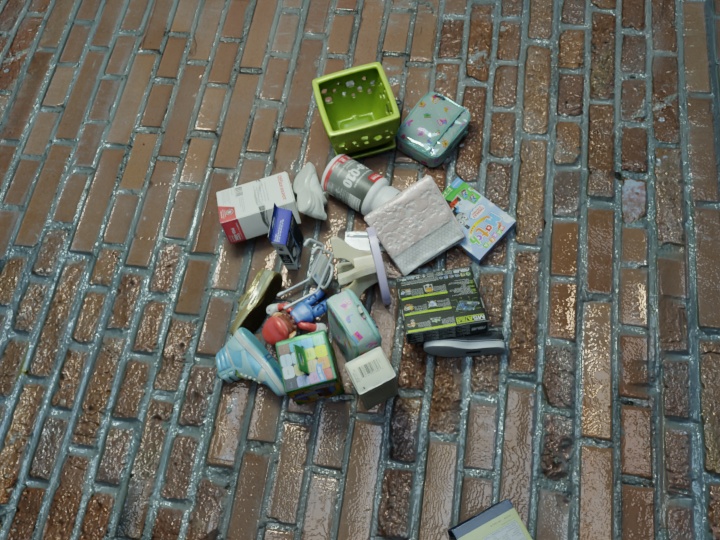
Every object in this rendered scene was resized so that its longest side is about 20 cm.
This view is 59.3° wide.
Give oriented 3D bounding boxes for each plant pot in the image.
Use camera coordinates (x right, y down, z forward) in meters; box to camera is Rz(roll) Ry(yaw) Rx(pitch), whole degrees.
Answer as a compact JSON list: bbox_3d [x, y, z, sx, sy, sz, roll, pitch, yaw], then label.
[{"bbox_3d":[-0.008,-0.420,1.737,0.199,0.182,0.200,-16,68,-1],"label":"plant pot"}]

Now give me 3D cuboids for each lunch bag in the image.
[{"bbox_3d":[0.208,-0.395,1.765,0.160,0.077,0.200,33,74,16],"label":"lunch bag"},{"bbox_3d":[-0.018,0.138,1.492,0.077,0.200,0.160,-25,65,-14],"label":"lunch bag"}]

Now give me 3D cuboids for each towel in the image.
[{"bbox_3d":[0.141,-0.111,1.613,0.200,0.032,0.191,-33,99,5],"label":"towel"}]

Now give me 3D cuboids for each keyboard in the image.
[{"bbox_3d":[0.056,-0.076,1.686,0.200,0.011,0.056,2,73,6],"label":"keyboard"}]

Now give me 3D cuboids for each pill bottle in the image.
[{"bbox_3d":[0.005,-0.217,1.689,0.200,0.114,0.114,33,74,16],"label":"pill bottle"}]

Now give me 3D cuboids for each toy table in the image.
[{"bbox_3d":[0.000,0.000,1.577,0.117,0.184,0.200,-12,91,0],"label":"toy table"}]

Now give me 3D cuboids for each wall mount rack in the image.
[{"bbox_3d":[-0.134,0.014,1.578,0.075,0.200,0.174,23,96,-18],"label":"wall mount rack"}]

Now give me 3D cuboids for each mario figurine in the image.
[{"bbox_3d":[-0.159,0.123,1.600,0.200,0.106,0.123,-32,32,-19],"label":"mario figurine"}]

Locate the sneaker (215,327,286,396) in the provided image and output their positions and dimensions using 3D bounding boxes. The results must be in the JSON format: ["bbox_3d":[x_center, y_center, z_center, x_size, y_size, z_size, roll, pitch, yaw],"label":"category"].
[{"bbox_3d":[-0.272,0.253,1.548,0.131,0.080,0.200,-41,80,4],"label":"sneaker"}]

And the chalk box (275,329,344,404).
[{"bbox_3d":[-0.119,0.223,1.473,0.124,0.200,0.125,-15,68,-1],"label":"chalk box"}]

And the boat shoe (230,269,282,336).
[{"bbox_3d":[-0.275,0.086,1.618,0.066,0.074,0.200,23,72,30],"label":"boat shoe"}]

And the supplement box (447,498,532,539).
[{"bbox_3d":[0.287,0.594,1.290,0.134,0.200,0.200,-26,68,-6],"label":"supplement box"}]

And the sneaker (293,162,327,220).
[{"bbox_3d":[-0.129,-0.210,1.727,0.075,0.088,0.200,-39,38,31],"label":"sneaker"}]

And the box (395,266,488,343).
[{"bbox_3d":[0.196,0.081,1.553,0.200,0.048,0.193,-9,46,1],"label":"box"}]

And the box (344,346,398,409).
[{"bbox_3d":[0.029,0.251,1.450,0.095,0.200,0.078,-26,68,-7],"label":"box"}]

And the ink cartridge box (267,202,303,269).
[{"bbox_3d":[-0.186,-0.083,1.604,0.039,0.200,0.100,4,69,10],"label":"ink cartridge box"}]

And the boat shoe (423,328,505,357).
[{"bbox_3d":[0.251,0.166,1.537,0.199,0.074,0.068,-3,62,1],"label":"boat shoe"}]

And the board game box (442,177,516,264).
[{"bbox_3d":[0.285,-0.134,1.675,0.200,0.037,0.151,40,76,17],"label":"board game box"}]

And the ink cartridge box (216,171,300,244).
[{"bbox_3d":[-0.271,-0.168,1.684,0.200,0.083,0.147,-17,43,-2],"label":"ink cartridge box"}]
